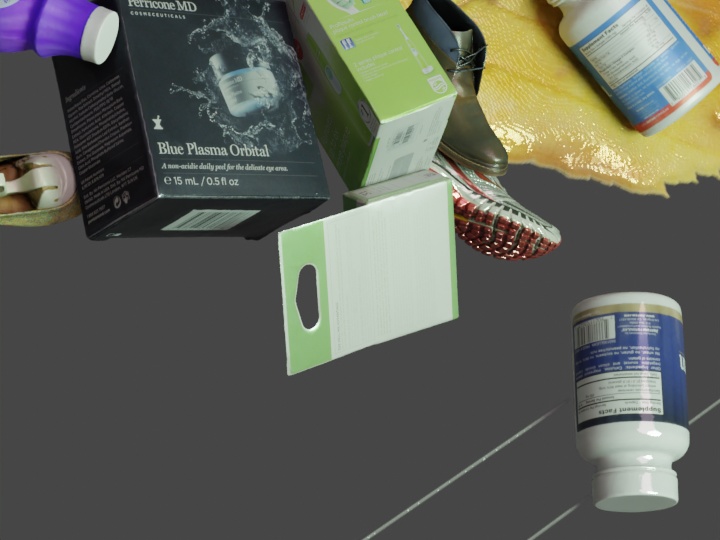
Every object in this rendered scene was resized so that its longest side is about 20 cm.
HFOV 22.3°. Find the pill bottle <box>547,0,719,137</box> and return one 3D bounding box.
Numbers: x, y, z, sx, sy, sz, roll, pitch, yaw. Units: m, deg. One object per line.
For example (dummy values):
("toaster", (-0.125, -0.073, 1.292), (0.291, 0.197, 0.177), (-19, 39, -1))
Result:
("pill bottle", (0.281, -0.249, 1.928), (0.112, 0.112, 0.200), (-41, 94, -32))

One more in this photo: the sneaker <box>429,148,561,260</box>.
("sneaker", (0.117, -0.079, 1.804), (0.200, 0.078, 0.082), (32, 60, -15))

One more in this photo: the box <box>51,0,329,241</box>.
("box", (-0.154, -0.138, 1.638), (0.197, 0.117, 0.200), (-2, 73, -42))

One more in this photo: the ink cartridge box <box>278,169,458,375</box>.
("ink cartridge box", (0.000, 0.000, 1.691), (0.200, 0.048, 0.146), (-17, 115, -31))

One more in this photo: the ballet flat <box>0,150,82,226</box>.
("ballet flat", (-0.306, -0.073, 1.588), (0.200, 0.071, 0.071), (-7, 76, -29))

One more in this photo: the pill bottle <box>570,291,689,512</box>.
("pill bottle", (0.264, 0.130, 1.787), (0.111, 0.111, 0.200), (9, 69, -25))

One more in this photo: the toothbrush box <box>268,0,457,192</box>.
("toothbrush box", (-0.006, -0.190, 1.706), (0.086, 0.146, 0.200), (-22, 69, -20))

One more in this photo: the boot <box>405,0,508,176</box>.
("boot", (0.090, -0.185, 1.772), (0.075, 0.097, 0.200), (-13, 54, -44))

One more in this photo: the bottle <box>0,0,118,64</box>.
("bottle", (-0.305, -0.227, 1.544), (0.200, 0.065, 0.084), (20, 65, 9))
